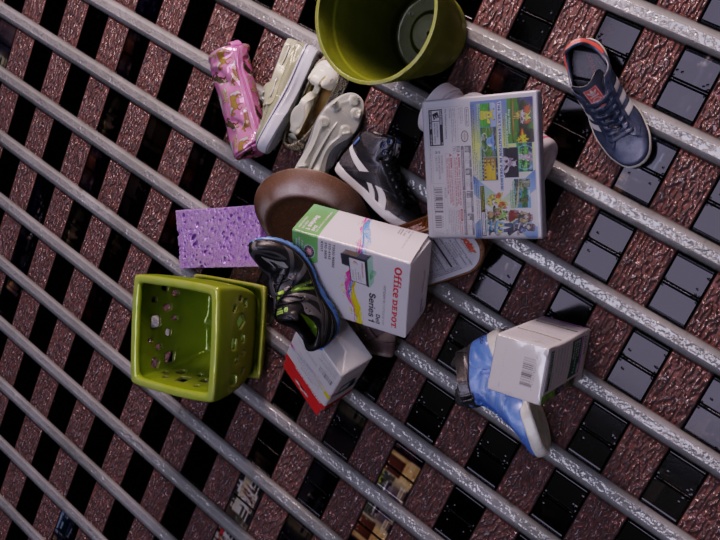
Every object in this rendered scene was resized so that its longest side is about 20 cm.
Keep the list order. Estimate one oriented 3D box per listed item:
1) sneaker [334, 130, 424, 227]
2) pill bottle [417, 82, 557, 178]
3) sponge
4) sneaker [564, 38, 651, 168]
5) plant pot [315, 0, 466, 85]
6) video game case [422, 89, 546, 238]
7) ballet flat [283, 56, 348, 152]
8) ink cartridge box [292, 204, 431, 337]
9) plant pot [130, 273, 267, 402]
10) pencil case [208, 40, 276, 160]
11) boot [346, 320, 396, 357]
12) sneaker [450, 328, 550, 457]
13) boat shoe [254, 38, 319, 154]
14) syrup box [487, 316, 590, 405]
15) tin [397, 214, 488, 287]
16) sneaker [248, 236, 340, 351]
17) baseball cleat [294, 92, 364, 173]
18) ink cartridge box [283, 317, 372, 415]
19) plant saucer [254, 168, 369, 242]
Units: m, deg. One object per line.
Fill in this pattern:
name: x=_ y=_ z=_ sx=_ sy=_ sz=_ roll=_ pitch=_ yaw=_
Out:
sneaker: x=0.052 y=-0.153 z=1.408 sx=0.200 sy=0.073 sz=0.112 roll=41 pitch=113 yaw=22
pill bottle: x=0.186 y=-0.195 z=1.305 sx=0.199 sy=0.108 sz=0.110 roll=37 pitch=111 yaw=23
sponge: x=-0.256 y=-0.061 z=1.621 sx=0.198 sy=0.030 sz=0.113 roll=-1 pitch=93 yaw=31
sneaker: x=0.339 y=-0.235 z=1.226 sx=0.075 sy=0.084 sz=0.202 roll=-32 pitch=78 yaw=28
plant pot: x=0.067 y=-0.370 z=1.313 sx=0.198 sy=0.192 sz=0.203 roll=2 pitch=95 yaw=30
video game case: x=0.174 y=-0.146 z=1.243 sx=0.180 sy=0.022 sz=0.203 roll=2 pitch=99 yaw=34
ballet flat: x=-0.074 y=-0.289 z=1.470 sx=0.068 sy=0.075 sz=0.201 roll=36 pitch=110 yaw=21
ink cartridge box: x=0.000 y=0.000 z=1.348 sx=0.198 sy=0.084 sz=0.146 roll=16 pitch=129 yaw=19
plant pot: x=-0.276 y=0.107 z=1.559 sx=0.198 sy=0.181 sz=0.202 roll=8 pitch=98 yaw=29
pencil case: x=-0.210 y=-0.299 z=1.546 sx=0.086 sy=0.083 sz=0.202 roll=-18 pitch=84 yaw=22
boot: x=-0.025 y=0.078 z=1.478 sx=0.198 sy=0.070 sz=0.148 roll=1 pitch=103 yaw=38
sneaker: x=0.208 y=0.202 z=1.339 sx=0.111 sy=0.077 sz=0.202 roll=-29 pitch=75 yaw=23
boat shoe: x=-0.136 y=-0.297 z=1.489 sx=0.061 sy=0.072 sz=0.202 roll=25 pitch=85 yaw=4
syrup box: x=0.256 y=0.123 z=1.235 sx=0.081 sy=0.199 sz=0.080 roll=15 pitch=102 yaw=29
tin: x=0.106 y=-0.027 z=1.373 sx=0.198 sy=0.042 sz=0.112 roll=-20 pitch=127 yaw=30
sneaker: x=-0.103 y=0.035 z=1.319 sx=0.070 sy=0.083 sz=0.201 roll=-20 pitch=109 yaw=39
baseball cleat: x=-0.063 y=-0.207 z=1.474 sx=0.069 sy=0.106 sz=0.201 roll=34 pitch=82 yaw=-5
ink cartridge box: x=-0.061 y=0.154 z=1.468 sx=0.117 sy=0.067 sz=0.200 roll=53 pitch=152 yaw=14
plant saucer: x=-0.084 y=-0.080 z=1.440 sx=0.198 sy=0.037 sz=0.202 roll=9 pitch=138 yaw=8
